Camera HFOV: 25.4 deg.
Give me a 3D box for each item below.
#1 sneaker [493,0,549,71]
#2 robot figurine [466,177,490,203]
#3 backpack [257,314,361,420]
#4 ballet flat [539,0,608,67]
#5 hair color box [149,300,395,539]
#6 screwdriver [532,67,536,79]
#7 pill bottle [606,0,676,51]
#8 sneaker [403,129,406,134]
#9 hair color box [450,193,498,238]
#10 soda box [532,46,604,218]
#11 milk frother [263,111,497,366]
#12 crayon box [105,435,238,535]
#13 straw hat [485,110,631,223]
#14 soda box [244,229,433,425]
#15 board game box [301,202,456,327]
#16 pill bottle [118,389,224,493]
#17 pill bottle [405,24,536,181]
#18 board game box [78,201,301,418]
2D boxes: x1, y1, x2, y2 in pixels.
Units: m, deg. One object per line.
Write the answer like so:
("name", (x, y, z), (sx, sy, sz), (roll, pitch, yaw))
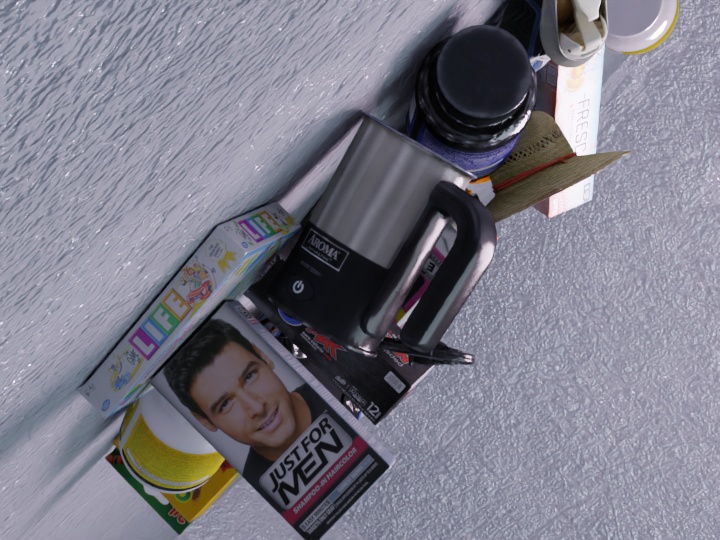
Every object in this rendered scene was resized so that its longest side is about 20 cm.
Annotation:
("sneaker", (0.165, -0.239, 1.622), (0.200, 0.076, 0.077), (-37, -177, 13))
("robot figurine", (0.089, -0.088, 1.841), (0.145, 0.058, 0.200), (-55, -158, -22))
("backpack", (-0.069, 0.125, 1.915), (0.153, 0.201, 0.191), (-12, -156, 34))
("ballet flat", (0.204, -0.243, 1.504), (0.067, 0.064, 0.200), (-23, 145, -4))
("hair color box", (-0.075, 0.130, 1.382), (0.099, 0.200, 0.061), (-46, 175, 4))
("screwdriver", (0.167, -0.169, 1.621), (0.029, 0.028, 0.200), (-8, 168, 7))
("pill bottle", (0.321, -0.316, 1.902), (0.112, 0.112, 0.200), (-47, 175, 13))
("sneaker", (0.044, -0.086, 1.730), (0.201, 0.074, 0.118), (-49, 168, 2))
("hair color box", (0.039, -0.023, 1.748), (0.199, 0.064, 0.111), (-5, -149, 48))
("soda box", (0.213, -0.162, 1.726), (0.068, 0.064, 0.201), (-22, 131, -28))
("milk frother", (0.045, -0.012, 1.450), (0.189, 0.180, 0.200), (-60, 162, 5))
("crayon box", (-0.180, 0.184, 1.758), (0.200, 0.127, 0.051), (-47, 174, 7))
("straw hat", (0.171, -0.115, 1.628), (0.200, 0.085, 0.201), (-26, -177, 1))
("soda box", (-0.025, 0.051, 1.558), (0.063, 0.200, 0.071), (-48, 174, 29))
("board game box", (0.000, 0.000, 1.641), (0.200, 0.148, 0.064), (-49, 168, 33))
("pill bottle", (-0.170, 0.141, 1.579), (0.112, 0.112, 0.200), (-43, 174, -29))
("pill bottle", (0.103, -0.156, 1.483), (0.112, 0.112, 0.200), (-45, 175, -9))
("board game box", (-0.145, 0.032, 1.376), (0.200, 0.034, 0.134), (-48, 175, 20))
